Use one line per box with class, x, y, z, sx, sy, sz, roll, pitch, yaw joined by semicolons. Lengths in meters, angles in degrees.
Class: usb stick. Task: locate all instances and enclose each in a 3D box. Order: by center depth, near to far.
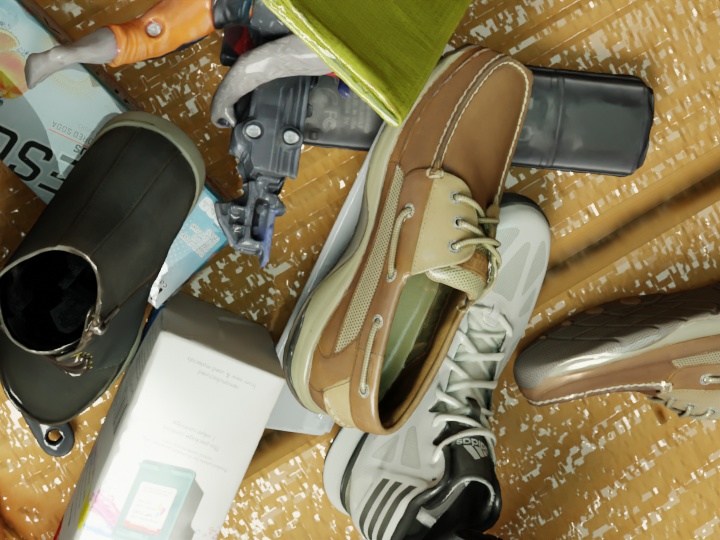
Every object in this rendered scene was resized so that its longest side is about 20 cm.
usb stick;0.059;-0.085;0.788;0.199;0.033;0.056;5;106;-8

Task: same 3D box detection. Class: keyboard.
keyboard;0.000;0.000;0.778;0.056;0.011;0.200;15;108;-33

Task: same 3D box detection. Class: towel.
towel;0.021;-0.151;0.704;0.086;0.200;0.018;42;131;-12

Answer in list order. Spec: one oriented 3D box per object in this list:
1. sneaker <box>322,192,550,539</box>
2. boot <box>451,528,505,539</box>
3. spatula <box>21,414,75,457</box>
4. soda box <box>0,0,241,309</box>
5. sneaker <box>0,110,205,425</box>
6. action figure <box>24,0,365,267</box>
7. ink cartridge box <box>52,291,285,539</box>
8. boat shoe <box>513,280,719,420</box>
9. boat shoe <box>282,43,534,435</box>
sneaker;0.061;0.064;0.763;0.075;0.115;0.201;22;100;-29
boot;0.018;0.218;0.714;0.164;0.066;0.200;23;100;-28
spatula;-0.202;0.011;0.776;0.056;0.021;0.200;-28;104;-6
soda box;-0.150;-0.075;0.743;0.064;0.068;0.200;-45;102;4
sneaker;-0.145;0.023;0.686;0.075;0.106;0.200;30;130;0
action figure;-0.056;-0.110;0.699;0.193;0.105;0.201;5;77;-22
ink cartridge box;-0.110;0.120;0.758;0.067;0.116;0.201;22;97;-11
boat shoe;0.184;0.048;0.805;0.199;0.076;0.072;-14;103;-3
boat shoe;0.037;-0.010;0.727;0.076;0.074;0.201;20;97;-45
